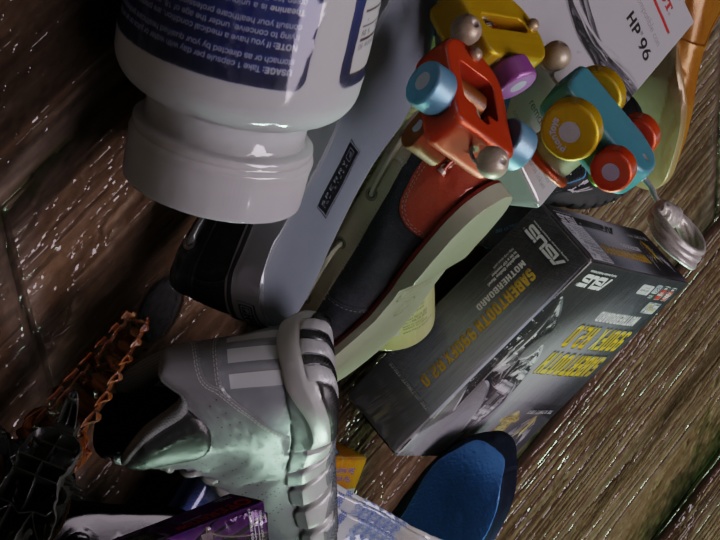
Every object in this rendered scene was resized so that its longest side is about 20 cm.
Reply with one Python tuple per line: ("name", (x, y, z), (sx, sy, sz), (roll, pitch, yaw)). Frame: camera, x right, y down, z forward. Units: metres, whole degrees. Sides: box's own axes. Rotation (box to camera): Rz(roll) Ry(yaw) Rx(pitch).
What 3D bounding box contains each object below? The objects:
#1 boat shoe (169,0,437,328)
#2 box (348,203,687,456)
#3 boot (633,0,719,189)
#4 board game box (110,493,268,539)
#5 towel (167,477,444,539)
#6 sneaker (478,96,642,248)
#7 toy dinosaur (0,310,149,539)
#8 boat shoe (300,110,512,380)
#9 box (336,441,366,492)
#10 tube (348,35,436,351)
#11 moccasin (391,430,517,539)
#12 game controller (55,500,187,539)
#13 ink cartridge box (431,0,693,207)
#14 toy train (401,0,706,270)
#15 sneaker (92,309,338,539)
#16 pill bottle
("boat shoe", (-0.028, -0.068, 1.231), (0.200, 0.068, 0.074), (-65, 154, -13))
("box", (0.096, 0.039, 1.498), (0.158, 0.048, 0.200), (-46, 161, 13))
("boot", (0.208, -0.162, 1.584), (0.144, 0.070, 0.202), (-39, 139, -37))
("board game box", (-0.079, 0.208, 1.095), (0.120, 0.032, 0.202), (-17, 105, -38))
("towel", (-0.044, 0.175, 1.353), (0.200, 0.024, 0.147), (32, 90, -41))
("sneaker", (0.110, -0.078, 1.476), (0.200, 0.073, 0.082), (-30, 136, -51))
("toy dinosaur", (-0.167, 0.094, 1.120), (0.136, 0.101, 0.201), (95, 11, -63))
("boat shoe", (0.000, 0.000, 1.310), (0.071, 0.063, 0.200), (-28, 164, -50))
("box", (-0.071, 0.187, 1.402), (0.119, 0.041, 0.201), (6, 105, -63))
("tube", (0.011, -0.043, 1.343), (0.058, 0.052, 0.201), (-44, 148, -30))
("moccasin", (0.039, 0.177, 1.507), (0.200, 0.080, 0.068), (-51, 173, 27))
("game controller", (-0.138, 0.205, 1.262), (0.104, 0.042, 0.201), (8, 109, -27))
("ink cartridge box", (0.104, -0.142, 1.371), (0.200, 0.068, 0.116), (-49, 125, -29))
("toy train", (0.078, -0.064, 1.239), (0.056, 0.151, 0.199), (-37, 134, 27))
("sneaker", (-0.069, 0.084, 1.232), (0.201, 0.115, 0.075), (91, -6, -55))
("pill bottle", (-0.044, -0.128, 1.102), (0.111, 0.110, 0.201), (-20, 129, -55))
